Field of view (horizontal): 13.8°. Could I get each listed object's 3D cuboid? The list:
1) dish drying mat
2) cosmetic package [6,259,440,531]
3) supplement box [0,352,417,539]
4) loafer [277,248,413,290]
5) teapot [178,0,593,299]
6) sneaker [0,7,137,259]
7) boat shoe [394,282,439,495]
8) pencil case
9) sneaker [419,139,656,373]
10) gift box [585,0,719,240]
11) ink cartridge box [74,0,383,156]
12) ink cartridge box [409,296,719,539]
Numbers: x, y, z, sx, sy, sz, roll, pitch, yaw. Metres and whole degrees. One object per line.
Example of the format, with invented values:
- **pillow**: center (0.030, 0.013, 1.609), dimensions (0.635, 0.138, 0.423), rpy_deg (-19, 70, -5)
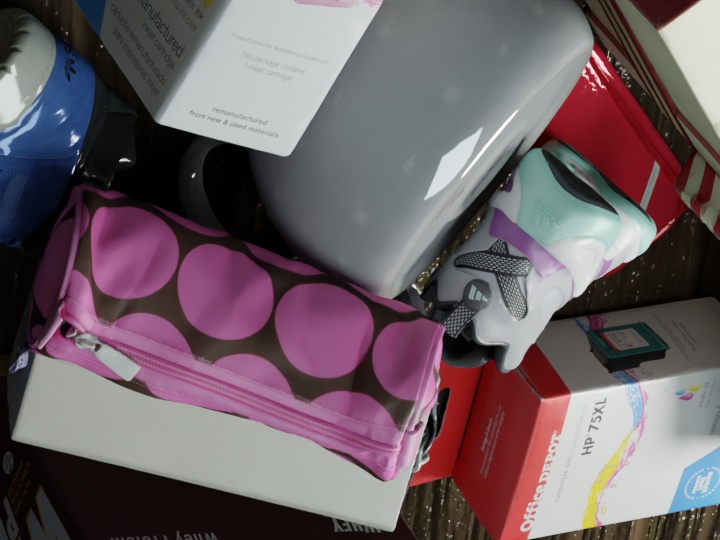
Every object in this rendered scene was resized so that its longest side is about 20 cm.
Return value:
- **dish drying mat**: center (0.121, -0.071, 1.630), dimensions (0.077, 0.018, 0.200), rpy_deg (-38, 138, 3)
- **cosmetic package**: center (-0.071, 0.054, 1.489), dimensions (0.199, 0.103, 0.088), rpy_deg (15, 103, -13)
- **supplement box**: center (-0.096, 0.156, 1.555), dimensions (0.196, 0.200, 0.133), rpy_deg (1, 126, -34)
- **loafer**: center (0.000, 0.000, 1.570), dimensions (0.200, 0.063, 0.072), rpy_deg (-35, 166, 3)
- **teapot**: center (0.007, -0.090, 1.453), dimensions (0.200, 0.146, 0.197), rpy_deg (-50, 173, -12)
- **sneaker**: center (-0.190, -0.022, 1.427), dimensions (0.200, 0.077, 0.111), rpy_deg (-49, 127, 4)
- **boat shoe**: center (0.008, 0.088, 1.664), dimensions (0.072, 0.063, 0.201), rpy_deg (-13, 132, -21)
- **pencil case**: center (-0.057, 0.035, 1.386), dimensions (0.199, 0.094, 0.091), rpy_deg (18, 112, -12)
- **sneaker**: center (0.079, 0.004, 1.558), dimensions (0.140, 0.078, 0.200), rpy_deg (-50, 167, 10)
- **gift box**: center (0.203, -0.143, 1.492), dimensions (0.184, 0.200, 0.187), rpy_deg (-33, 139, 4)
- **ink cartridge box**: center (-0.042, -0.178, 1.334), dimensions (0.084, 0.145, 0.200), rpy_deg (14, 119, -40)
- **ink cartridge box**: center (0.128, 0.090, 1.742), dimensions (0.199, 0.067, 0.117), rpy_deg (-9, 131, -26)
